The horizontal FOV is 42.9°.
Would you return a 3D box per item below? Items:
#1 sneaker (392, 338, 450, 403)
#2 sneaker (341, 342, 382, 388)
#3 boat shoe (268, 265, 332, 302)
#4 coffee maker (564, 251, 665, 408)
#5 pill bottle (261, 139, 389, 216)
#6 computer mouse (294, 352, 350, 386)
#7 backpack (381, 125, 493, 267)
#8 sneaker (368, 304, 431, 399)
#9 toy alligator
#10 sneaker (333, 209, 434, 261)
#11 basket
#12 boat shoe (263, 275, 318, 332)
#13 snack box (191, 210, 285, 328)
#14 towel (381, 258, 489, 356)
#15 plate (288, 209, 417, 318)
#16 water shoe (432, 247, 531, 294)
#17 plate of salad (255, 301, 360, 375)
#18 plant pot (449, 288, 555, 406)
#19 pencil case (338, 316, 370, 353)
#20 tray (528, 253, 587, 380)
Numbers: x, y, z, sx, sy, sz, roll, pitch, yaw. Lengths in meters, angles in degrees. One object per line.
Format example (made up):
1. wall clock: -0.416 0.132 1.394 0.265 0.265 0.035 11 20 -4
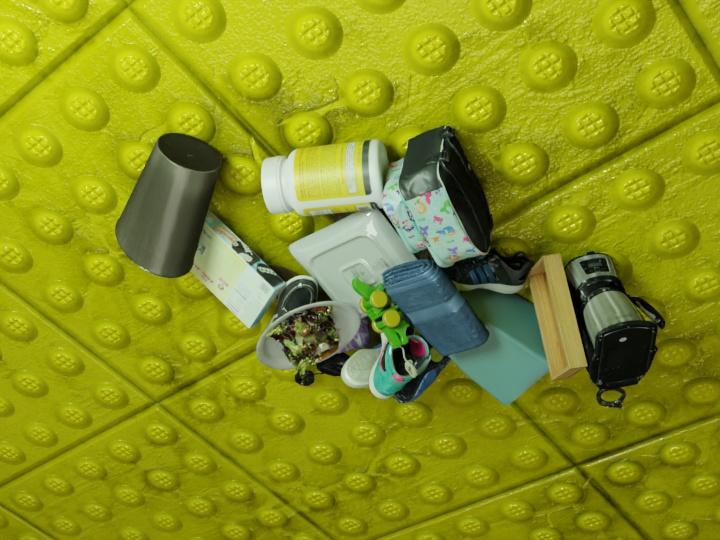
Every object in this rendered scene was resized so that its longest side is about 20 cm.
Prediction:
1. sneaker: 0.137 0.182 1.823 0.066 0.078 0.200 45 113 16
2. sneaker: 0.020 0.190 1.763 0.077 0.200 0.111 47 133 10
3. boat shoe: -0.126 0.042 1.723 0.199 0.072 0.065 10 148 -7
4. coffee maker: 0.415 0.098 1.597 0.134 0.200 0.192 11 124 -17
5. pill bottle: -0.056 -0.150 1.515 0.199 0.114 0.115 -5 130 12
6. computer mouse: -0.076 0.198 1.853 0.059 0.034 0.200 24 150 -27
7. backpack: 0.131 -0.107 1.484 0.150 0.178 0.200 -24 122 27
8. sneaker: 0.080 0.127 1.665 0.083 0.200 0.121 24 150 -19
9. toy alligator: 0.057 0.089 1.587 0.200 0.054 0.059 56 153 0
10. sneaker: 0.043 -0.065 1.619 0.200 0.071 0.075 38 142 -17
11. basket: -0.321 -0.120 1.559 0.136 0.180 0.200 0 132 -38
12. boat shoe: -0.130 0.091 1.670 0.074 0.060 0.200 17 131 -20
13. snack box: -0.239 -0.003 1.662 0.200 0.037 0.116 43 128 8
14. towel: 0.131 0.061 1.571 0.111 0.049 0.200 -17 126 35
15. plate: 0.000 0.000 1.611 0.200 0.032 0.200 -24 117 31
16. water shoe: 0.210 -0.011 1.615 0.199 0.072 0.079 5 124 -28
17. plate of salad: -0.090 0.126 1.647 0.199 0.048 0.200 -16 145 -12
18. plant pot: 0.240 0.118 1.697 0.200 0.141 0.141 33 127 -9
19. pencil case: -0.076 0.123 1.773 0.199 0.084 0.085 -12 164 16
20. tray: 0.341 0.082 1.590 0.037 0.201 0.099 -6 162 -9
